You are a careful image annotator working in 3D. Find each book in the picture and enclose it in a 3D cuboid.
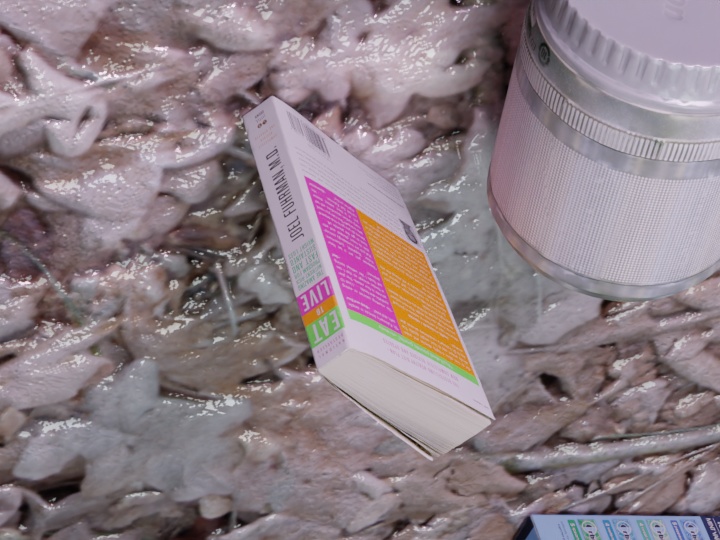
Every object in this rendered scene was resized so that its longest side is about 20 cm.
[{"bbox_3d":[0.000,0.000,1.179,0.048,0.201,0.133,-34,138,19],"label":"book"}]

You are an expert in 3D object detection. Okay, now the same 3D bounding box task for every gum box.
[{"bbox_3d":[0.205,0.279,1.702,0.198,0.045,0.170,3,136,-26],"label":"gum box"}]

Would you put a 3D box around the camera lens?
[{"bbox_3d":[0.165,-0.094,1.166,0.159,0.161,0.201,-6,139,-14],"label":"camera lens"}]
